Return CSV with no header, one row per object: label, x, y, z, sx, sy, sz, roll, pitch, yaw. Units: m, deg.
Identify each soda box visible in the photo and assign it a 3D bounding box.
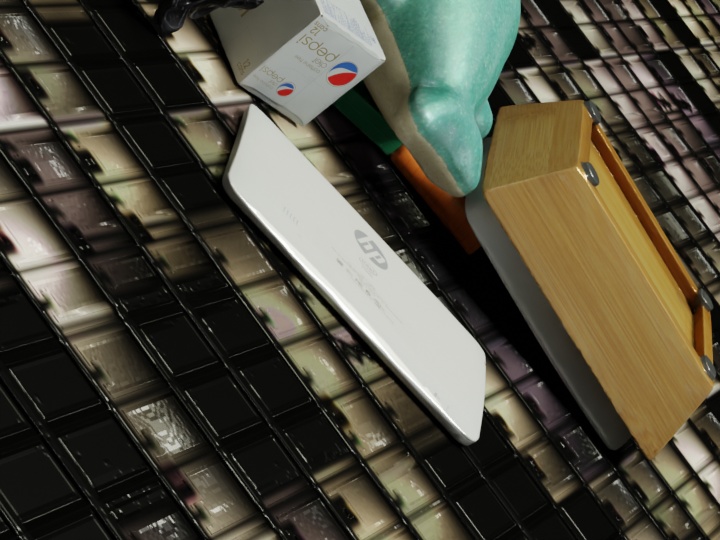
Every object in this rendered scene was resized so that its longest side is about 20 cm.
soda box,-0.057,-0.183,1.749,0.064,0.068,0.200,32,26,-45

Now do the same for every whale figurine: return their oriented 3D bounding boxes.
whale figurine,0.050,-0.137,1.789,0.159,0.104,0.200,53,16,-38

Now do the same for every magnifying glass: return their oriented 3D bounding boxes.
magnifying glass,0.010,-0.092,1.822,0.200,0.022,0.080,49,17,-3

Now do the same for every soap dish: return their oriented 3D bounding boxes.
soap dish,0.146,-0.002,1.826,0.200,0.081,0.157,57,16,-15

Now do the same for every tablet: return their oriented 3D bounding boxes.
tablet,0.000,0.000,1.622,0.200,0.014,0.130,48,18,-14

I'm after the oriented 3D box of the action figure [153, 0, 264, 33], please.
action figure,-0.117,-0.234,1.651,0.119,0.102,0.200,-4,58,-55
